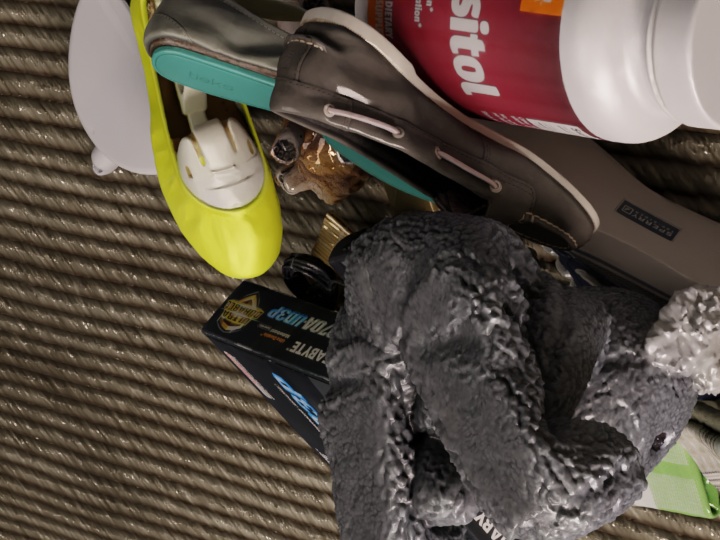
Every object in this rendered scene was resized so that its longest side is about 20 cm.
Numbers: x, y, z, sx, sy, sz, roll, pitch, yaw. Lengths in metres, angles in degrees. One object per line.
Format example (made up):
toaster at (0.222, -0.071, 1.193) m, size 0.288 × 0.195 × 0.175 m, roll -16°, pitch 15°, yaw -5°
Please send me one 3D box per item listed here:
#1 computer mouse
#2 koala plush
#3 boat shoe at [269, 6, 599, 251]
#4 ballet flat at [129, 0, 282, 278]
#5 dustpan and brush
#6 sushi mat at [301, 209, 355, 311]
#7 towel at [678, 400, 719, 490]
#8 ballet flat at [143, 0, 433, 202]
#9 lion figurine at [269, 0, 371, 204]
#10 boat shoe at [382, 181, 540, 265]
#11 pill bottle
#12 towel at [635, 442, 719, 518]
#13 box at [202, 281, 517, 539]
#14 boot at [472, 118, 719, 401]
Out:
computer mouse at (0.000, 0.000, 1.308) m, size 0.059 × 0.034 × 0.200 m, roll 42°, pitch 164°, yaw -15°
koala plush at (0.097, 0.055, 1.123) m, size 0.177 × 0.200 × 0.184 m, roll -31°, pitch 69°, yaw 48°
boat shoe at (0.034, -0.054, 1.111) m, size 0.200 × 0.057 × 0.067 m, roll 36°, pitch 163°, yaw -27°
ballet flat at (-0.096, -0.094, 1.334) m, size 0.067 × 0.067 × 0.200 m, roll 114°, pitch 140°, yaw -75°
dustpan and brush at (-0.154, -0.104, 1.472) m, size 0.140 × 0.057 × 0.200 m, roll 56°, pitch 141°, yaw 7°
sushi mat at (0.043, 0.051, 1.375) m, size 0.200 × 0.012 × 0.096 m, roll 41°, pitch 146°, yaw 7°
towel at (0.246, 0.154, 1.186) m, size 0.193 × 0.035 × 0.200 m, roll 48°, pitch 178°, yaw -12°
ballet flat at (-0.017, -0.102, 1.189) m, size 0.200 × 0.064 × 0.067 m, roll 24°, pitch 156°, yaw -2°
lion figurine at (-0.030, -0.127, 1.279) m, size 0.072 × 0.123 × 0.200 m, roll -5°, pitch 109°, yaw 8°
boat shoe at (0.073, 0.002, 1.278) m, size 0.072 × 0.066 × 0.201 m, roll 12°, pitch 125°, yaw 68°
pill bottle at (0.103, -0.124, 1.092) m, size 0.200 × 0.113 × 0.113 m, roll 13°, pitch 133°, yaw 41°
towel at (0.120, 0.074, 1.356) m, size 0.200 × 0.031 × 0.149 m, roll 9°, pitch 132°, yaw 42°
box at (0.012, 0.098, 1.379) m, size 0.159 × 0.046 × 0.200 m, roll 19°, pitch 154°, yaw 54°
boot at (0.128, -0.007, 1.216) m, size 0.200 × 0.073 × 0.090 m, roll 34°, pitch 139°, yaw 19°
